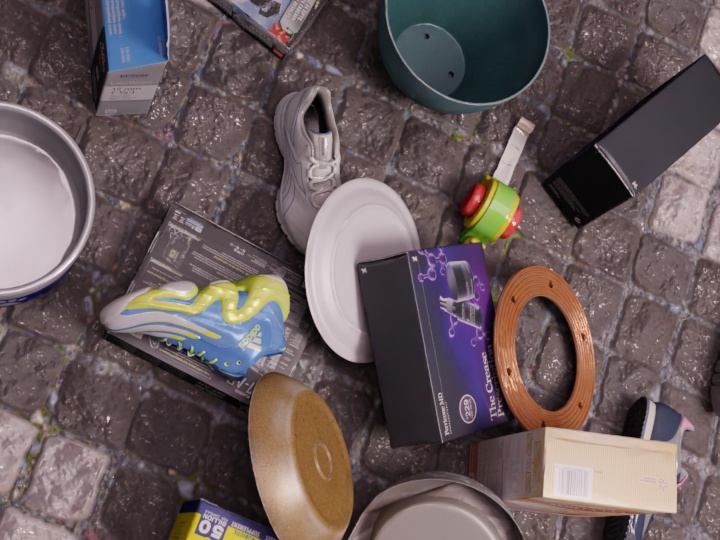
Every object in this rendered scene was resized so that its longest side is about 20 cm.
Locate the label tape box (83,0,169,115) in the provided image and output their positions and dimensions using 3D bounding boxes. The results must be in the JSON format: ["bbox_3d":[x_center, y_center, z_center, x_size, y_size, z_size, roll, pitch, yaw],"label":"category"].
[{"bbox_3d":[-0.243,-0.261,1.258,0.065,0.200,0.145,-4,79,-17],"label":"label tape box"}]

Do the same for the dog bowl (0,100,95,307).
[{"bbox_3d":[-0.374,-0.065,1.239,0.198,0.079,0.203,4,77,-18],"label":"dog bowl"}]

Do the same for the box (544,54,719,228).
[{"bbox_3d":[0.334,-0.152,1.446,0.199,0.141,0.079,-38,92,-22],"label":"box"}]

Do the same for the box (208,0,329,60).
[{"bbox_3d":[-0.085,-0.364,1.418,0.137,0.040,0.201,38,70,-6],"label":"box"}]

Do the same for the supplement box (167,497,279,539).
[{"bbox_3d":[-0.156,0.342,1.204,0.108,0.109,0.202,24,73,-11],"label":"supplement box"}]

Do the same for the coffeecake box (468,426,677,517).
[{"bbox_3d":[0.222,0.221,1.305,0.152,0.200,0.074,9,75,-15],"label":"coffeecake box"}]

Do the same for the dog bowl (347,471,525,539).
[{"bbox_3d":[0.081,0.303,1.270,0.198,0.059,0.203,2,102,8],"label":"dog bowl"}]

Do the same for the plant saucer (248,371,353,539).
[{"bbox_3d":[-0.051,0.196,1.233,0.035,0.200,0.202,-17,83,17],"label":"plant saucer"}]

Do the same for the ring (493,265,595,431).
[{"bbox_3d":[0.207,0.095,1.382,0.199,0.019,0.203,14,71,-46],"label":"ring"}]

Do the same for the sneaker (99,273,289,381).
[{"bbox_3d":[-0.160,0.064,1.234,0.198,0.076,0.106,-9,81,-20],"label":"sneaker"}]

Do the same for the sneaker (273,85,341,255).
[{"bbox_3d":[-0.054,-0.110,1.348,0.074,0.087,0.202,-7,82,-22],"label":"sneaker"}]

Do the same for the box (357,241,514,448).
[{"bbox_3d":[0.084,0.078,1.318,0.140,0.078,0.202,-9,87,-47],"label":"box"}]

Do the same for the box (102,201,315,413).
[{"bbox_3d":[-0.151,0.045,1.305,0.199,0.044,0.161,28,71,-11],"label":"box"}]

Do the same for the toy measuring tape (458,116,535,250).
[{"bbox_3d":[0.169,-0.102,1.428,0.073,0.074,0.201,30,71,-9],"label":"toy measuring tape"}]

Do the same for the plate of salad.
[{"bbox_3d":[0.000,0.000,1.336,0.199,0.048,0.203,0,90,-49],"label":"plate of salad"}]

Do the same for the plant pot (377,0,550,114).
[{"bbox_3d":[0.101,-0.266,1.406,0.198,0.135,0.203,4,77,-18],"label":"plant pot"}]

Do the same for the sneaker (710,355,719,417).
[{"bbox_3d":[0.508,0.108,1.488,0.111,0.078,0.201,29,71,-9],"label":"sneaker"}]

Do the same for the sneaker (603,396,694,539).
[{"bbox_3d":[0.339,0.252,1.405,0.081,0.070,0.202,20,74,-10],"label":"sneaker"}]
